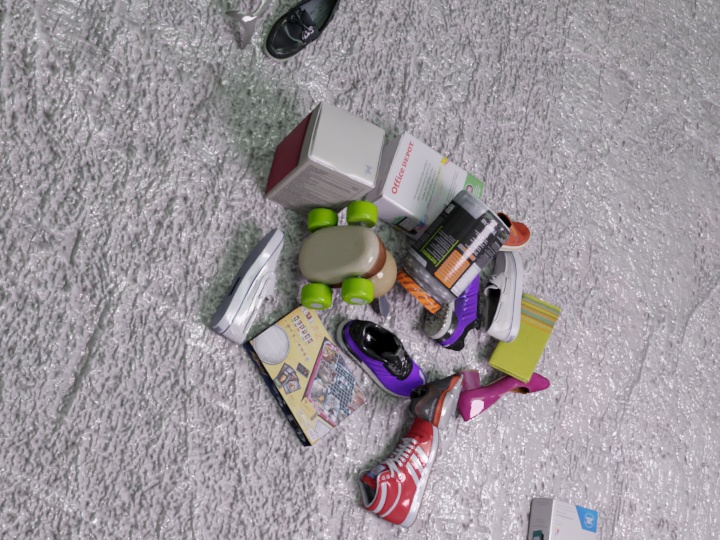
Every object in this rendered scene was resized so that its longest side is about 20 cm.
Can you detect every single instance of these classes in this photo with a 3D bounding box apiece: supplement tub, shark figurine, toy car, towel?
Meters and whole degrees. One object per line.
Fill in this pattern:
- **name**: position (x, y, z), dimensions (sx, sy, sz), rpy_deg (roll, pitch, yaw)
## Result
- **supplement tub**: position (0.160, -0.031, 1.488), dimensions (0.122, 0.123, 0.201), rpy_deg (41, 94, -13)
- **shark figurine**: position (-0.175, -0.512, 1.523), dimensions (0.125, 0.090, 0.219), rpy_deg (-6, 70, 5)
- **toy car**: position (0.000, 0.000, 1.470), dimensions (0.199, 0.155, 0.168), rpy_deg (34, 54, -54)
- **towel**: position (0.319, 0.128, 1.629), dimensions (0.085, 0.018, 0.201), rpy_deg (23, 50, 16)

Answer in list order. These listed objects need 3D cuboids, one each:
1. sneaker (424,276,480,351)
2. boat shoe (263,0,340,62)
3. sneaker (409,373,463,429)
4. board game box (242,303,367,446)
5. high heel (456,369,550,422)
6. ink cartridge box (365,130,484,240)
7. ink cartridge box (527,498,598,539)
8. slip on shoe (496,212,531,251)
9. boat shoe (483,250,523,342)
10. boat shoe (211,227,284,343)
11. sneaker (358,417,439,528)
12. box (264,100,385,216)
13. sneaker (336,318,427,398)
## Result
- **sneaker**: position (0.193, 0.061, 1.585), dimensions (0.099, 0.069, 0.203), rpy_deg (38, 64, -26)
- **boat shoe**: position (-0.100, -0.461, 1.553), dimensions (0.199, 0.066, 0.075), rpy_deg (-43, 99, -30)
- **sneaker**: position (0.131, 0.216, 1.475), dimensions (0.080, 0.200, 0.079), rpy_deg (14, 96, 13)
- **board game box**: position (-0.091, 0.173, 1.421), dimensions (0.134, 0.034, 0.203), rpy_deg (-33, 94, -31)
- **high heel**: position (0.271, 0.241, 1.585), dimensions (0.195, 0.068, 0.098), rpy_deg (3, 66, -13)
- **ink cartridge box**: position (0.120, -0.142, 1.586), dimensions (0.198, 0.084, 0.147), rpy_deg (29, 66, -20)
- **ink cartridge box**: position (0.371, 0.539, 1.568), dimensions (0.114, 0.067, 0.204), rpy_deg (19, 70, -23)
- **slip on shoe**: position (0.279, -0.080, 1.640), dimensions (0.074, 0.062, 0.198), rpy_deg (37, 25, 32)
- **boat shoe**: position (0.268, 0.040, 1.626), dimensions (0.064, 0.072, 0.204), rpy_deg (18, 63, -17)
- **boat shoe**: position (-0.173, 0.026, 1.398), dimensions (0.065, 0.073, 0.202), rpy_deg (36, 73, -21)
- **sneaker**: position (0.064, 0.327, 1.448), dimensions (0.111, 0.071, 0.204), rpy_deg (25, 69, -25)
- **box**: position (-0.063, -0.179, 1.426), dimensions (0.126, 0.199, 0.111), rpy_deg (21, 67, -22)
- **sneaker**: position (0.052, 0.155, 1.465), dimensions (0.199, 0.099, 0.070), rpy_deg (39, 63, -19)
